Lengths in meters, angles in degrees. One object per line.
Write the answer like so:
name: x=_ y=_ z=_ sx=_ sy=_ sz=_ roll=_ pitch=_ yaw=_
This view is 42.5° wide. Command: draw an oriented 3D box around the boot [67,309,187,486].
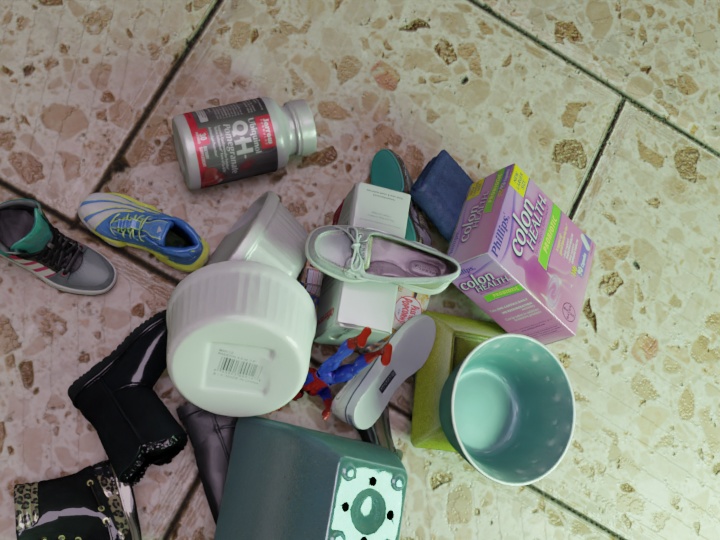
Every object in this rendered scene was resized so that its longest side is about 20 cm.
boot: x=-0.277 y=0.170 z=1.250 sx=0.200 sy=0.077 sz=0.168 roll=-39 pitch=64 yaw=-12

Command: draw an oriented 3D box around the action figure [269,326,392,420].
action figure: x=-0.047 y=0.155 z=1.240 sx=0.065 sy=0.200 sz=0.099 roll=39 pitch=50 yaw=-15

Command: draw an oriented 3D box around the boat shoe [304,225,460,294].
boat shoe: x=0.029 y=-0.018 z=1.193 sx=0.200 sy=0.065 sz=0.075 roll=16 pitch=73 yaw=-11

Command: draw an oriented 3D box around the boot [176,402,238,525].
boot: x=-0.148 y=0.259 z=1.293 sx=0.163 sy=0.066 sz=0.202 roll=-20 pitch=82 yaw=-15

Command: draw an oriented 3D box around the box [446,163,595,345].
box: x=0.236 y=-0.018 z=1.361 sx=0.200 sy=0.096 sz=0.177 roll=40 pitch=52 yaw=-22

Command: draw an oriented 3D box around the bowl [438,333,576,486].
bowl: x=0.188 y=0.194 z=1.288 sx=0.199 sy=0.105 sz=0.203 roll=5 pitch=79 yaw=-24

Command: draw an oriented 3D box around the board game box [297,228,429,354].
board game box: x=0.000 y=0.043 z=1.385 sx=0.198 sy=0.046 sz=0.153 roll=19 pitch=74 yaw=-8

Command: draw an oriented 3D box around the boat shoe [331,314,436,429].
boat shoe: x=0.030 y=0.136 z=1.315 sx=0.200 sy=0.069 sz=0.071 roll=-51 pitch=130 yaw=-24

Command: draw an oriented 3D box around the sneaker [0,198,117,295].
sneaker: x=-0.429 y=-0.035 z=1.267 sx=0.198 sy=0.121 sz=0.084 roll=24 pitch=73 yaw=-7

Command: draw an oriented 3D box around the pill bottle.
pill bottle: x=-0.170 y=-0.193 z=1.367 sx=0.198 sy=0.111 sz=0.112 roll=-15 pitch=81 yaw=-15

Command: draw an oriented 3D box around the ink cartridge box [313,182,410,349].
ink cartridge box: x=0.000 y=0.000 z=1.294 sx=0.082 sy=0.145 sz=0.202 roll=12 pitch=74 yaw=-12

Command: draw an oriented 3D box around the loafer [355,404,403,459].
loafer: x=0.037 y=0.253 z=1.336 sx=0.062 sy=0.072 sz=0.202 roll=-11 pitch=78 yaw=-21

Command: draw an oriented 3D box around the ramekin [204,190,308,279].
ramekin: x=-0.150 y=-0.004 z=1.290 sx=0.094 sy=0.202 sz=0.203 roll=36 pitch=72 yaw=-14

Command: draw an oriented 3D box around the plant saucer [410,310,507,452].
plant saucer: x=0.179 y=0.170 z=1.373 sx=0.198 sy=0.048 sz=0.203 roll=11 pitch=77 yaw=-22

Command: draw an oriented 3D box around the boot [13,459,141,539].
boot: x=-0.366 y=0.358 z=1.215 sx=0.152 sy=0.074 sz=0.206 roll=-9 pitch=72 yaw=-17

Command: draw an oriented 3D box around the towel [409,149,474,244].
towel: x=0.158 y=-0.078 z=1.414 sx=0.200 sy=0.048 sz=0.112 roll=49 pitch=48 yaw=-16

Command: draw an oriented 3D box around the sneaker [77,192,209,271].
sneaker: x=-0.304 y=-0.067 z=1.311 sx=0.198 sy=0.105 sz=0.076 roll=21 pitch=73 yaw=-8

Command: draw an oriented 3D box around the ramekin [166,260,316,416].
ramekin: x=-0.155 y=0.095 z=1.189 sx=0.198 sy=0.202 sz=0.098 roll=11 pitch=38 yaw=-10

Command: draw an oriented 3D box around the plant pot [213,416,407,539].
plant pot: x=-0.048 y=0.302 z=1.202 sx=0.194 sy=0.199 sz=0.199 roll=20 pitch=72 yaw=-34

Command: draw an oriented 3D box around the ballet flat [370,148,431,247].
ballet flat: x=0.064 y=-0.094 z=1.419 sx=0.071 sy=0.072 sz=0.202 roll=-6 pitch=58 yaw=-14
